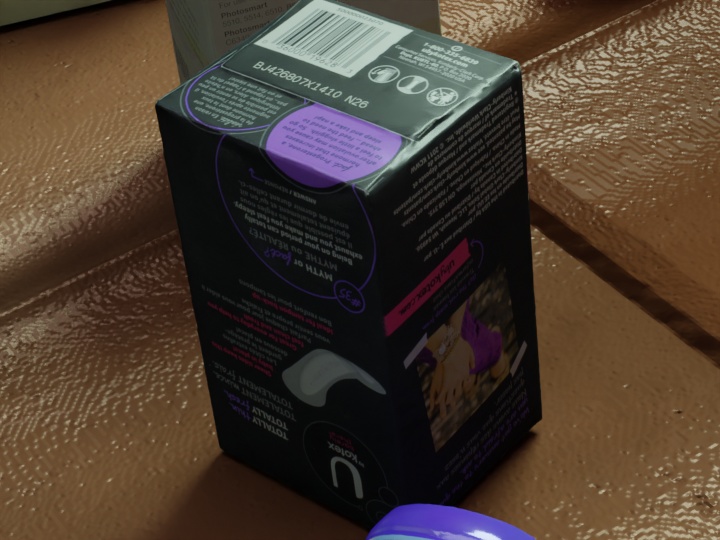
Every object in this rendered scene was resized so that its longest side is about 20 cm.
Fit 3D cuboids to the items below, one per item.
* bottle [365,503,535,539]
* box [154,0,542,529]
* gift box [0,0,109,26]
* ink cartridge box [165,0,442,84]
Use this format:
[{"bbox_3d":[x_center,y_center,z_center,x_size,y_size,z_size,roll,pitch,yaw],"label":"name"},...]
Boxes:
[{"bbox_3d":[0.010,0.178,0.750,0.083,0.066,0.200,11,42,19],"label":"bottle"},{"bbox_3d":[0.000,0.000,0.864,0.122,0.201,0.106,24,48,33],"label":"box"},{"bbox_3d":[-0.192,-0.281,1.249,0.186,0.201,0.185,-14,44,-11],"label":"gift box"},{"bbox_3d":[-0.033,-0.143,1.046,0.125,0.201,0.129,-16,40,-11],"label":"ink cartridge box"}]
